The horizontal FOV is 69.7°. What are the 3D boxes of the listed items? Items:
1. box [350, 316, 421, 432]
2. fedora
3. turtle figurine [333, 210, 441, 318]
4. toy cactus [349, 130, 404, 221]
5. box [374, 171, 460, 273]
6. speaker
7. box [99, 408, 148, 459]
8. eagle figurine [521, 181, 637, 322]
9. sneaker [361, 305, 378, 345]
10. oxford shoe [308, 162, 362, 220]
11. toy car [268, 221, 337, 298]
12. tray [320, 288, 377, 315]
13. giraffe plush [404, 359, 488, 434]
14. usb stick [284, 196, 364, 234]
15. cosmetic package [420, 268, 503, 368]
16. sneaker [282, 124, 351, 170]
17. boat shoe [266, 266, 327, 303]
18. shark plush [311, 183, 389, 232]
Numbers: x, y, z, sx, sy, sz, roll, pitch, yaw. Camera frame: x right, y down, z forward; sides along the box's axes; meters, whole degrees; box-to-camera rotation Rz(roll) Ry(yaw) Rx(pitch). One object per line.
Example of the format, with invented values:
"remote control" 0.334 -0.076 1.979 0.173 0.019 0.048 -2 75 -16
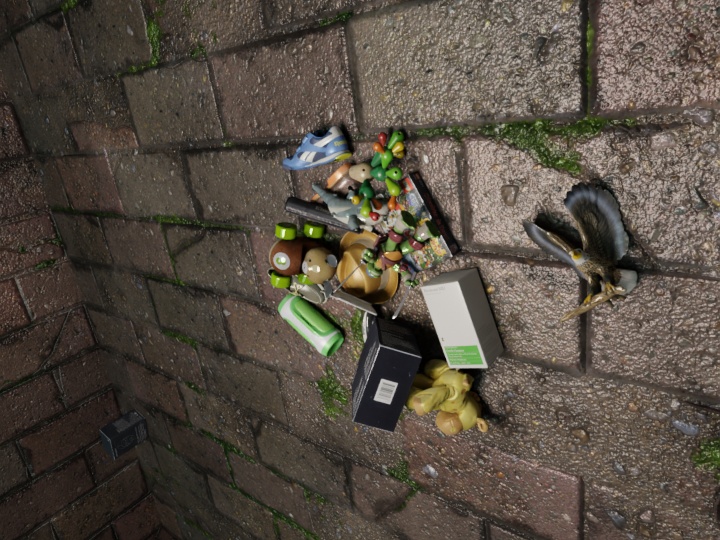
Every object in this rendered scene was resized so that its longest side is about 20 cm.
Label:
"box" 0.055 0.240 1.229 0.103 0.182 0.201 17 105 -8
"fedora" 0.000 0.000 1.278 0.200 0.082 0.202 19 121 33
"turtle figurine" 0.076 -0.016 1.096 0.144 0.200 0.194 39 125 0
"toy cactus" 0.025 -0.210 1.119 0.165 0.102 0.201 17 95 54
"box" 0.118 -0.101 1.157 0.136 0.038 0.201 -28 91 46
"speaker" -0.143 0.153 1.478 0.200 0.088 0.089 40 132 19
"box" -1.232 0.853 2.701 0.107 0.200 0.149 25 125 29
"eagle figurine" 0.393 -0.034 0.911 0.151 0.151 0.201 -17 64 6
"sneaker" 0.057 0.184 1.346 0.087 0.076 0.201 -1 108 16
"oxford shoe" -0.067 -0.171 1.263 0.073 0.071 0.200 49 134 4
"toy car" -0.124 -0.014 1.298 0.200 0.157 0.165 35 123 47
"tray" -0.030 0.072 1.290 0.107 0.022 0.200 25 175 -16
"giraffe plush" 0.215 0.311 1.221 0.199 0.173 0.163 -24 107 11
"usb stick" -0.085 -0.132 1.236 0.199 0.056 0.033 18 122 0
"cosmetic package" 0.224 0.106 1.134 0.107 0.085 0.201 -13 103 46
"sneaker" -0.110 -0.290 1.243 0.199 0.074 0.083 -7 104 35
"boat shoe" -0.181 0.040 1.473 0.201 0.060 0.072 33 129 25
"shark plush" -0.024 -0.155 1.196 0.200 0.091 0.084 33 108 35
